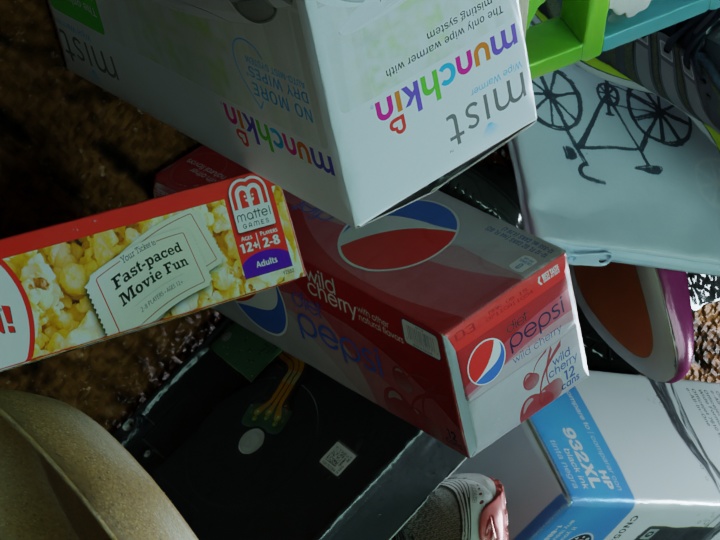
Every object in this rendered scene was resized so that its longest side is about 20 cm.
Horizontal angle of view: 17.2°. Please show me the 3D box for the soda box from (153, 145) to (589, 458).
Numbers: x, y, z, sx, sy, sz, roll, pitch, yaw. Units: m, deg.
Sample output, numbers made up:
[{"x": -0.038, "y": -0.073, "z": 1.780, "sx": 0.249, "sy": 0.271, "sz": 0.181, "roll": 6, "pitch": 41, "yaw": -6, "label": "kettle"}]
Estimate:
[{"x": 0.000, "y": 0.000, "z": 0.977, "sx": 0.070, "sy": 0.200, "sz": 0.064, "roll": -33, "pitch": 128, "yaw": -26, "label": "soda box"}]

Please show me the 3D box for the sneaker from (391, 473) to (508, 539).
[{"x": -0.012, "y": 0.132, "z": 1.044, "sx": 0.082, "sy": 0.200, "sz": 0.078, "roll": 16, "pitch": 64, "yaw": -39, "label": "sneaker"}]

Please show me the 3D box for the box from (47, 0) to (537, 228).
[{"x": -0.041, "y": -0.139, "z": 0.877, "sx": 0.097, "sy": 0.200, "sz": 0.177, "roll": -31, "pitch": 128, "yaw": -26, "label": "box"}]

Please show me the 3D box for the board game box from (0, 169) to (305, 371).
[{"x": -0.144, "y": 0.016, "z": 0.892, "sx": 0.199, "sy": 0.151, "sz": 0.047, "roll": -17, "pitch": 92, "yaw": -36, "label": "board game box"}]

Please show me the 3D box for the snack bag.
[{"x": 0.130, "y": -0.079, "z": 1.070, "sx": 0.188, "sy": 0.201, "sz": 0.021, "roll": 7, "pitch": 149, "yaw": -33, "label": "snack bag"}]

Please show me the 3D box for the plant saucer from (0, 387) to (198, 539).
[{"x": -0.097, "y": 0.121, "z": 0.948, "sx": 0.035, "sy": 0.200, "sz": 0.201, "roll": -35, "pitch": 129, "yaw": -21, "label": "plant saucer"}]

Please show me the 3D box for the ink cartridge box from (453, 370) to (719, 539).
[{"x": 0.107, "y": 0.125, "z": 1.151, "sx": 0.199, "sy": 0.084, "sz": 0.145, "roll": 7, "pitch": 134, "yaw": -43, "label": "ink cartridge box"}]

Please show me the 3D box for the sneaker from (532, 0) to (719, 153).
[{"x": 0.145, "y": -0.099, "z": 0.992, "sx": 0.074, "sy": 0.200, "sz": 0.081, "roll": -51, "pitch": 170, "yaw": -9, "label": "sneaker"}]

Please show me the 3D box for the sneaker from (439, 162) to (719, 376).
[{"x": 0.097, "y": -0.022, "z": 1.151, "sx": 0.200, "sy": 0.060, "sz": 0.104, "roll": 37, "pitch": 48, "yaw": -20, "label": "sneaker"}]

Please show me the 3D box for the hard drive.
[{"x": -0.018, "y": 0.061, "z": 1.024, "sx": 0.200, "sy": 0.140, "sz": 0.038, "roll": -47, "pitch": 133, "yaw": -9, "label": "hard drive"}]

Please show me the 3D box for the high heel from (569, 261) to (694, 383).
[{"x": 0.135, "y": -0.045, "z": 1.102, "sx": 0.096, "sy": 0.067, "sz": 0.201, "roll": -8, "pitch": 71, "yaw": -32, "label": "high heel"}]

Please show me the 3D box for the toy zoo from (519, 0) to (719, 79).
[{"x": 0.138, "y": -0.150, "z": 0.906, "sx": 0.199, "sy": 0.020, "sz": 0.131, "roll": -23, "pitch": 146, "yaw": -17, "label": "toy zoo"}]
